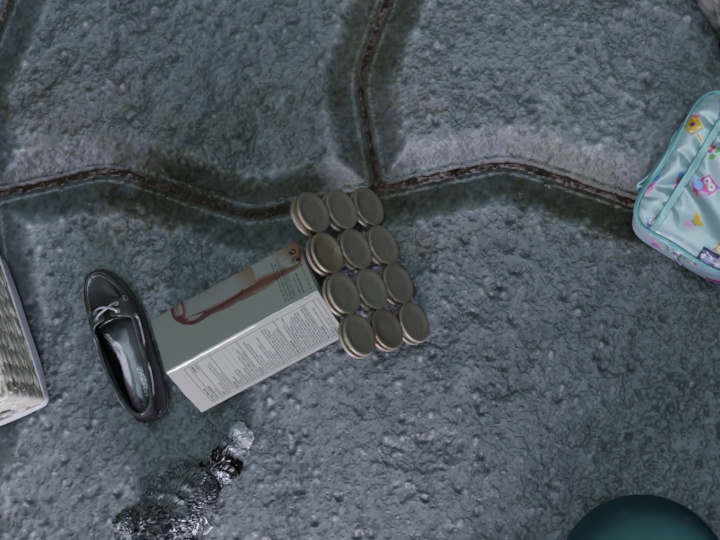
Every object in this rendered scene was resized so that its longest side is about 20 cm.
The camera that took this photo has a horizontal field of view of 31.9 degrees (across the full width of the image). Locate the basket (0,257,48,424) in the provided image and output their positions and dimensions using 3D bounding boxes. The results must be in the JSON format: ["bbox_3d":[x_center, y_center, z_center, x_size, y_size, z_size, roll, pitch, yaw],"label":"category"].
[{"bbox_3d":[-0.477,0.087,1.504,0.134,0.123,0.202,-21,81,3],"label":"basket"}]

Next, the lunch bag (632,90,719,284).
[{"bbox_3d":[0.408,-0.095,1.448,0.159,0.077,0.201,32,88,9],"label":"lunch bag"}]

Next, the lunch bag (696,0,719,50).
[{"bbox_3d":[0.479,-0.351,1.445,0.198,0.139,0.169,-25,98,4],"label":"lunch bag"}]

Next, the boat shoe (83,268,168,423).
[{"bbox_3d":[-0.285,0.087,1.521,0.066,0.057,0.202,-24,82,4],"label":"boat shoe"}]

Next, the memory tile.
[{"bbox_3d":[0.000,0.000,1.463,0.017,0.152,0.202,-28,79,39],"label":"memory tile"}]

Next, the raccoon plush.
[{"bbox_3d":[-0.213,0.253,1.455,0.096,0.134,0.202,27,88,10],"label":"raccoon plush"}]

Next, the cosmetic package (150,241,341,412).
[{"bbox_3d":[-0.130,0.066,1.473,0.198,0.104,0.088,-27,51,2],"label":"cosmetic package"}]

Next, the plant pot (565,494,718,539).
[{"bbox_3d":[0.315,0.350,1.368,0.198,0.161,0.203,-1,83,6],"label":"plant pot"}]
